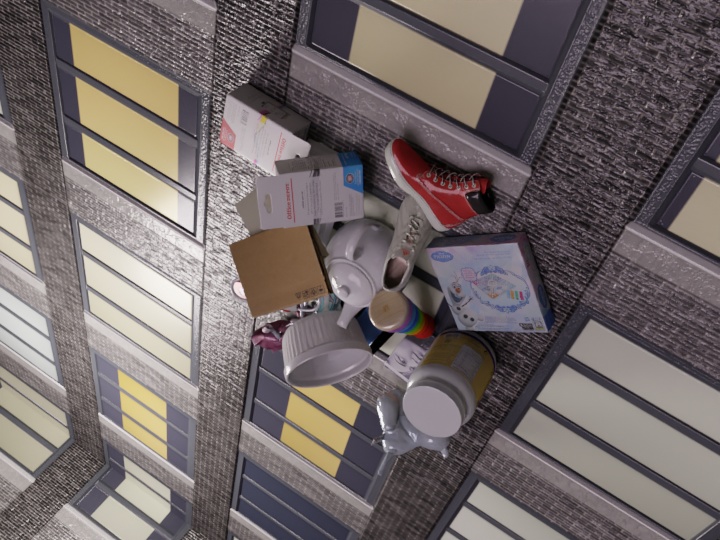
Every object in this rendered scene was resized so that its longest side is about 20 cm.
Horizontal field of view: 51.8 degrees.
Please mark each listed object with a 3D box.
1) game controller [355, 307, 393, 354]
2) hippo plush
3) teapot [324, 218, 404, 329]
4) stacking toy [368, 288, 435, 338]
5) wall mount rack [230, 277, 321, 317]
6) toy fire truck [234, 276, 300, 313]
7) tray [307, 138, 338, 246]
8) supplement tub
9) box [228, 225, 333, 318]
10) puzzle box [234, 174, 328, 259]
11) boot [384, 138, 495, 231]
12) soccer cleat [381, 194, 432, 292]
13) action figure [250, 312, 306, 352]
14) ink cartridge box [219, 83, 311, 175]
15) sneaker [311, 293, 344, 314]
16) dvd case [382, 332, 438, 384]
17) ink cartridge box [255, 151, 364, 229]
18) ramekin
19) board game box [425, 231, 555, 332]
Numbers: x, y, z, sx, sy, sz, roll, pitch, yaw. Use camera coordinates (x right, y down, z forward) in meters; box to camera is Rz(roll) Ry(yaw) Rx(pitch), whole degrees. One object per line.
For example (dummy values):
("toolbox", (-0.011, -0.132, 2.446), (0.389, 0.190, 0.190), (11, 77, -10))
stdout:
("game controller", (0.021, 0.124, 1.674), (0.104, 0.042, 0.200), (40, 140, 2))
("hippo plush", (0.129, 0.352, 1.708), (0.160, 0.200, 0.160), (-11, 96, 23))
("teapot", (0.000, 0.000, 1.500), (0.197, 0.146, 0.200), (-15, 114, 45))
("stacking toy", (0.094, 0.100, 1.507), (0.085, 0.086, 0.200), (13, 170, 30))
("wall mount rack", (-0.173, 0.011, 1.577), (0.199, 0.075, 0.174), (9, 123, 5))
("toy fire truck", (-0.189, 0.024, 1.697), (0.168, 0.112, 0.200), (35, 141, 10))
("tray", (-0.090, -0.151, 1.485), (0.107, 0.022, 0.201), (28, 121, 18))
("supplement tub", (0.180, 0.225, 1.498), (0.145, 0.200, 0.146), (15, 125, 22))
("box", (-0.163, -0.005, 1.497), (0.199, 0.021, 0.164), (-18, 91, 29))
("puzzle box", (-0.163, -0.083, 1.512), (0.133, 0.025, 0.201), (-32, 83, 28))
("boot", (0.145, -0.167, 1.295), (0.144, 0.073, 0.200), (-20, 119, 46))
("soccer cleat", (0.088, -0.052, 1.385), (0.069, 0.078, 0.201), (19, 104, 9))
("action figure", (-0.174, 0.156, 1.789), (0.200, 0.134, 0.149), (-18, 114, 49))
("ink cartridge box", (-0.174, -0.264, 1.459), (0.200, 0.067, 0.117), (33, 134, 12))
("sneaker", (-0.064, 0.086, 1.682), (0.200, 0.086, 0.078), (99, 158, -66))
("dvd case", (0.146, 0.210, 1.670), (0.148, 0.016, 0.200), (37, 140, 5))
("ink cartridge box", (-0.097, -0.151, 1.403), (0.199, 0.068, 0.116), (-8, 124, -9))
("ramekin", (-0.080, 0.172, 1.641), (0.200, 0.199, 0.105), (-56, 44, 50))
("board game box", (0.245, 0.025, 1.404), (0.199, 0.043, 0.200), (-2, 124, 40))
